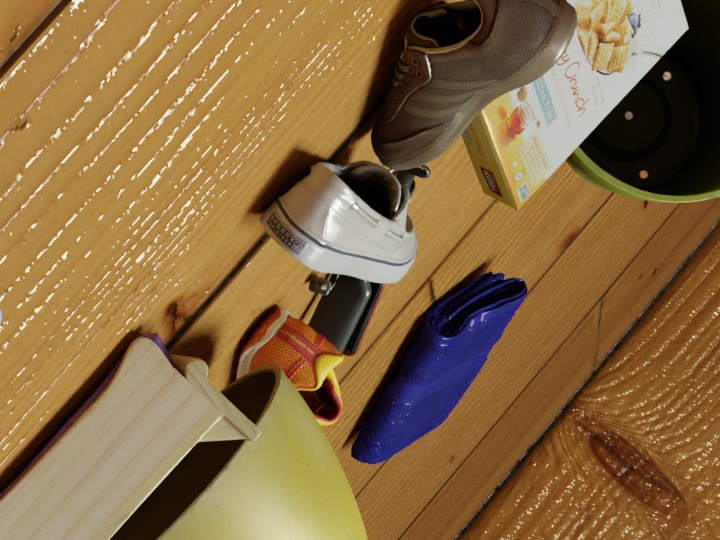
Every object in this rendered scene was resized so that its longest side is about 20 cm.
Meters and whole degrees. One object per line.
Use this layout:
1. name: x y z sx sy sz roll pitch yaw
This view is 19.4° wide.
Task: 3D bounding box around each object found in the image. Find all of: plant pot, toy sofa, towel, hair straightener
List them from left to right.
1. toy sofa: -0.165 0.134 1.287 0.200 0.098 0.083 -48 -168 -12
2. plant pot: -0.075 0.183 1.395 0.200 0.142 0.200 -43 -167 12
3. hair straightener: 0.000 0.000 1.530 0.077 0.041 0.200 -35 160 -51
4. towel: 0.070 0.092 2.024 0.148 0.050 0.200 -27 154 -46
5. plant pot: 0.226 -0.137 1.648 0.200 0.200 0.193 -49 178 -8

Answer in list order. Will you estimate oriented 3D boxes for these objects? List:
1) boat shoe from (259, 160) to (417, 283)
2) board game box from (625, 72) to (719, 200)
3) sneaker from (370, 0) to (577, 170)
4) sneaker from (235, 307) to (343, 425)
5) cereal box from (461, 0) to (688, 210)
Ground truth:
1. boat shoe: 0.001 -0.040 1.374 0.066 0.072 0.200 -49 160 13
2. board game box: 0.324 -0.190 1.852 0.200 0.159 0.097 -51 166 -4
3. sneaker: 0.052 -0.132 1.313 0.200 0.075 0.071 -35 -151 49
4. sneaker: -0.054 0.100 1.549 0.073 0.077 0.200 -48 169 -20
5. cereal box: 0.143 -0.159 1.464 0.200 0.039 0.144 -46 139 -18
